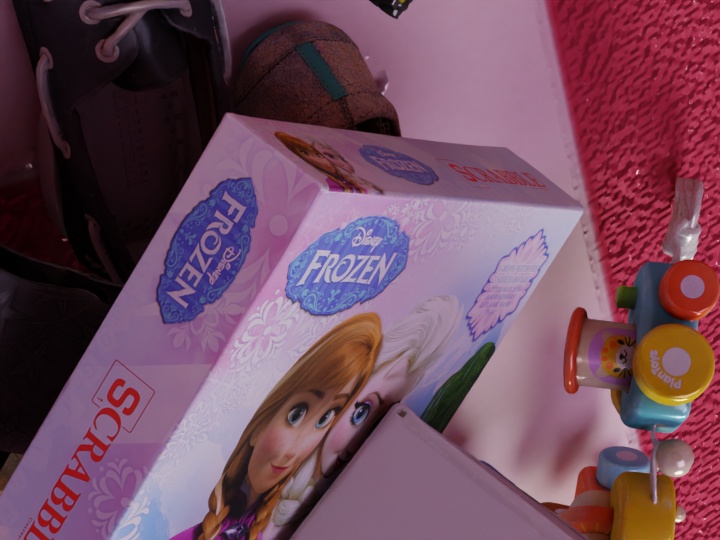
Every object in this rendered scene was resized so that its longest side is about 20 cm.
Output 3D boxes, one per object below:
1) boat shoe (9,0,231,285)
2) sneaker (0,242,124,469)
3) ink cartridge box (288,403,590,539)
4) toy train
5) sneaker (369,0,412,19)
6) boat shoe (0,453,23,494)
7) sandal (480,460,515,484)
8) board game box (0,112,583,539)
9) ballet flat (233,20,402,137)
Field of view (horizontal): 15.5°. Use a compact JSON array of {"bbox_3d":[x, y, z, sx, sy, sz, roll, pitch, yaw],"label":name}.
[{"bbox_3d":[-0.077,-0.072,0.849,0.074,0.060,0.200,-20,132,-23],"label":"boat shoe"},{"bbox_3d":[-0.155,0.011,0.819,0.200,0.060,0.104,29,96,-17],"label":"sneaker"},{"bbox_3d":[0.023,0.142,0.926,0.146,0.084,0.200,-52,160,-1],"label":"ink cartridge box"},{"bbox_3d":[0.099,0.066,1.073,0.056,0.150,0.200,6,116,-2],"label":"toy train"},{"bbox_3d":[-0.015,-0.165,0.825,0.085,0.078,0.200,-50,147,-4],"label":"sneaker"},{"bbox_3d":[-0.119,0.073,0.928,0.068,0.072,0.200,-34,131,-4],"label":"boat shoe"},{"bbox_3d":[-0.004,0.127,1.058,0.200,0.079,0.087,-16,127,-39],"label":"sandal"},{"bbox_3d":[-0.030,0.048,0.843,0.200,0.041,0.200,-59,158,15],"label":"board game box"},{"bbox_3d":[0.000,0.000,0.961,0.068,0.067,0.200,-33,137,-12],"label":"ballet flat"}]
